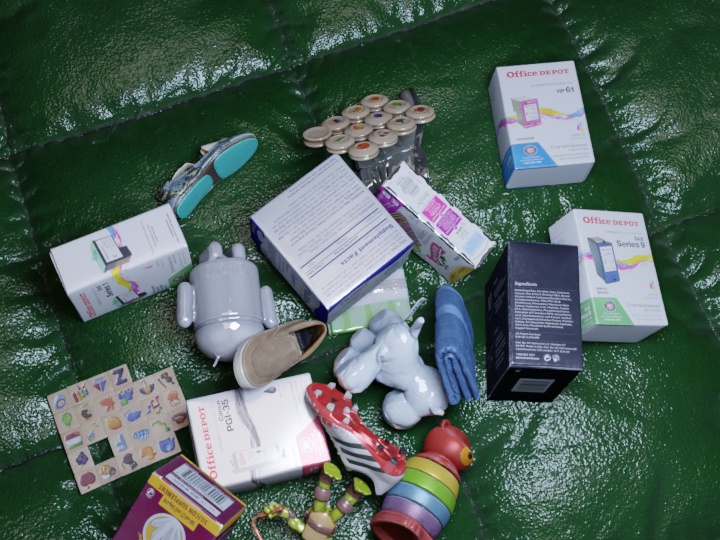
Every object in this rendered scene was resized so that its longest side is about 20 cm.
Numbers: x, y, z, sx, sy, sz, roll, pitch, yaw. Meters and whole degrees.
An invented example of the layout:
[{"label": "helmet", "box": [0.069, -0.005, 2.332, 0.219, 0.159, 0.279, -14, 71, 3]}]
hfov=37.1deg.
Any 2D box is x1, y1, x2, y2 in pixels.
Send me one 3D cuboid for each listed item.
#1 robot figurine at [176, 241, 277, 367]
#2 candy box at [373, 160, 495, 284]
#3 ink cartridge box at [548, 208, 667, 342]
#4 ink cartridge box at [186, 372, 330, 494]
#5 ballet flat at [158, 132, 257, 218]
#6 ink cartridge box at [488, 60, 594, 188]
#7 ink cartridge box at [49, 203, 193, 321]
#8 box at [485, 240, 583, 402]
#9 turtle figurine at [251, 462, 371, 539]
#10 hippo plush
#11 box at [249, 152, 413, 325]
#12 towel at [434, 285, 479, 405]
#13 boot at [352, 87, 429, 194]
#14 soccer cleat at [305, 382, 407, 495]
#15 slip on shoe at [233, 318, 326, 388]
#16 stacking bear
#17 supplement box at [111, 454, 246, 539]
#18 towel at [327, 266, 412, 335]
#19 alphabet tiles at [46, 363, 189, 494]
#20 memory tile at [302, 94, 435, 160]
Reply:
[{"label": "robot figurine", "box": [-0.213, 0.058, 1.704, 0.168, 0.113, 0.202, 0, 69, -25]}, {"label": "candy box", "box": [0.110, -0.074, 1.741, 0.200, 0.136, 0.061, 40, 73, -1]}, {"label": "ink cartridge box", "box": [0.402, 0.008, 1.753, 0.144, 0.088, 0.202, 3, 66, -24]}, {"label": "ink cartridge box", "box": [-0.159, 0.256, 1.649, 0.198, 0.083, 0.148, -12, 72, -10]}, {"label": "ballet flat", "box": [-0.263, -0.175, 1.814, 0.074, 0.074, 0.200, 42, 70, 11]}, {"label": "ink cartridge box", "box": [0.312, -0.255, 1.866, 0.143, 0.085, 0.202, -6, 69, -5]}, {"label": "ink cartridge box", "box": [-0.374, -0.010, 1.702, 0.198, 0.145, 0.085, -22, 72, -11]}, {"label": "box", "box": [0.267, 0.084, 1.679, 0.116, 0.197, 0.202, 3, 69, -3]}, {"label": "turtle figurine", "box": [-0.050, 0.381, 1.611, 0.199, 0.064, 0.162, 32, 100, 6]}, {"label": "hippo plush", "box": [0.072, 0.154, 1.685, 0.199, 0.160, 0.161, -37, 105, 18]}, {"label": "box", "box": [-0.048, -0.049, 1.728, 0.183, 0.105, 0.200, -37, 78, -16]}, {"label": "towel", "box": [0.148, 0.110, 1.661, 0.048, 0.113, 0.201, -14, 27, 12]}, {"label": "boot", "box": [0.046, -0.221, 1.851, 0.129, 0.068, 0.202, -5, 69, 1]}, {"label": "soccer cleat", "box": [-0.016, 0.251, 1.608, 0.200, 0.086, 0.068, 40, 32, 16]}, {"label": "slip on shoe", "box": [-0.121, 0.124, 1.654, 0.060, 0.199, 0.077, -16, 94, 32]}, {"label": "stacking bear", "box": [0.106, 0.326, 1.631, 0.113, 0.122, 0.201, 0, 48, 45]}, {"label": "supplement box", "box": [-0.278, 0.389, 1.542, 0.130, 0.103, 0.201, 34, 103, 9]}, {"label": "towel", "box": [0.000, 0.000, 1.783, 0.147, 0.031, 0.202, -10, 71, -6]}, {"label": "alphabet tiles", "box": [-0.372, 0.234, 1.687, 0.198, 0.008, 0.168, -22, 73, -11]}, {"label": "memory tile", "box": [0.014, -0.242, 1.778, 0.152, 0.017, 0.200, 21, 43, 36]}]
